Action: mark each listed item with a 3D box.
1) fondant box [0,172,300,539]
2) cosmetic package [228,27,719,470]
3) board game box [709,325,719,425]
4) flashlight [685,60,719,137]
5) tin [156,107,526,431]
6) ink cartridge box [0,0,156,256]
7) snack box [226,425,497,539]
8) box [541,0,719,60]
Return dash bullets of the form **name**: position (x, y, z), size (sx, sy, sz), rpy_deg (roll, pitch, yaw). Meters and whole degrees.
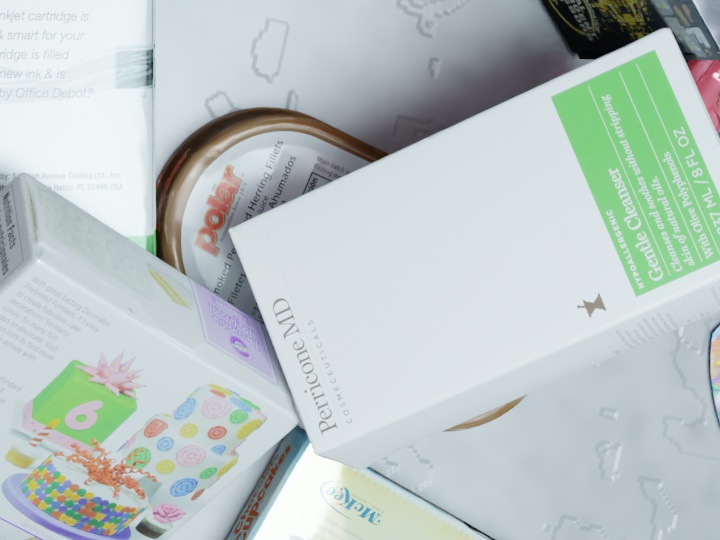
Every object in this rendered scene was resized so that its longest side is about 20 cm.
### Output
- **fondant box**: position (-0.146, 0.073, 0.935), size (0.200, 0.058, 0.144), rpy_deg (-41, 128, 20)
- **cosmetic package**: position (0.060, -0.005, 0.947), size (0.199, 0.085, 0.108), rpy_deg (-25, 77, 7)
- **board game box**: position (0.272, 0.043, 1.115), size (0.200, 0.039, 0.158), rpy_deg (-44, 105, -6)
- **flashlight**: position (0.146, -0.073, 1.035), size (0.200, 0.068, 0.068), rpy_deg (-48, 109, -18)
- **tin**: position (0.000, 0.000, 1.039), size (0.199, 0.042, 0.113), rpy_deg (24, 86, -17)
- **ink cartridge box**: position (-0.161, -0.074, 0.960), size (0.146, 0.083, 0.202), rpy_deg (0, 97, -15)
- **snack box**: position (0.025, 0.171, 1.065), size (0.199, 0.037, 0.117), rpy_deg (31, 87, -17)
- **box**: position (0.090, -0.184, 0.975), size (0.049, 0.161, 0.201), rpy_deg (-36, 105, -13)
